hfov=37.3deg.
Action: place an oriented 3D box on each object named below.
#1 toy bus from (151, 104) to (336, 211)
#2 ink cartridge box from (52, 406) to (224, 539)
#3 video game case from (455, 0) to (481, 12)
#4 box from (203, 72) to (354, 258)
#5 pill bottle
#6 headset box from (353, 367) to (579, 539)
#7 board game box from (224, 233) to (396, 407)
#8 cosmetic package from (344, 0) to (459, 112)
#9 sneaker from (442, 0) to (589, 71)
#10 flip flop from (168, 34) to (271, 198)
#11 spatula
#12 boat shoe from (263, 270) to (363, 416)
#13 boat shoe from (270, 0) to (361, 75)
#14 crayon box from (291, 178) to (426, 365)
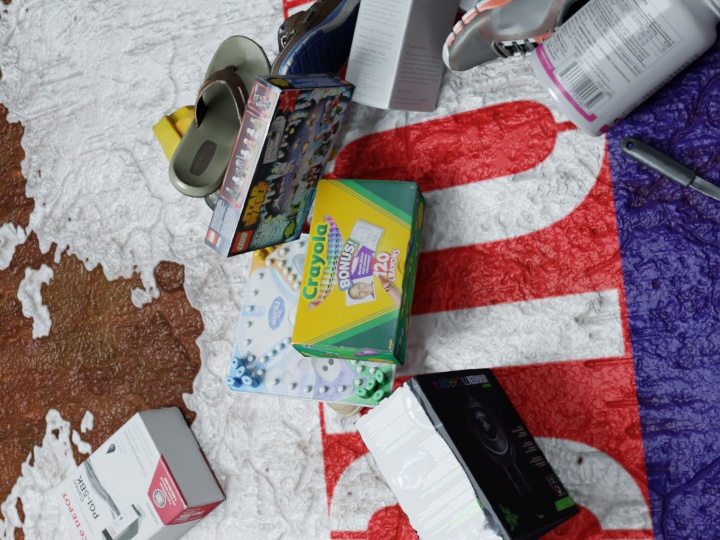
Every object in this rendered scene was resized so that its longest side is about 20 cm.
[{"bbox_3d":[-0.115,-0.163,1.257,0.192,0.200,0.136,-43,68,15],"label":"toy bus"},{"bbox_3d":[-0.298,0.298,1.416,0.200,0.083,0.147,-42,68,24],"label":"ink cartridge box"},{"bbox_3d":[0.126,-0.412,1.213,0.143,0.018,0.201,38,108,28],"label":"video game case"},{"bbox_3d":[-0.089,-0.117,1.173,0.040,0.137,0.201,33,117,25],"label":"box"},{"bbox_3d":[0.276,-0.236,1.054,0.200,0.113,0.114,-39,69,25],"label":"pill bottle"},{"bbox_3d":[0.115,0.211,1.103,0.093,0.174,0.200,-40,67,25],"label":"headset box"},{"bbox_3d":[-0.049,0.050,1.238,0.199,0.026,0.201,4,72,17],"label":"board game box"},{"bbox_3d":[0.052,-0.282,1.192,0.074,0.101,0.201,20,106,32],"label":"cosmetic package"},{"bbox_3d":[0.178,-0.258,1.139,0.200,0.077,0.082,-30,74,28],"label":"sneaker"},{"bbox_3d":[-0.152,-0.173,1.155,0.081,0.058,0.201,20,67,5],"label":"flip flop"},{"bbox_3d":[0.342,-0.084,1.059,0.200,0.021,0.057,35,94,31],"label":"spatula"},{"bbox_3d":[-0.059,0.086,1.283,0.072,0.065,0.201,-35,70,26],"label":"boat shoe"},{"bbox_3d":[-0.056,-0.261,1.233,0.072,0.200,0.073,13,131,26],"label":"boat shoe"},{"bbox_3d":[0.000,0.000,1.196,0.118,0.058,0.201,3,72,16],"label":"crayon box"}]
